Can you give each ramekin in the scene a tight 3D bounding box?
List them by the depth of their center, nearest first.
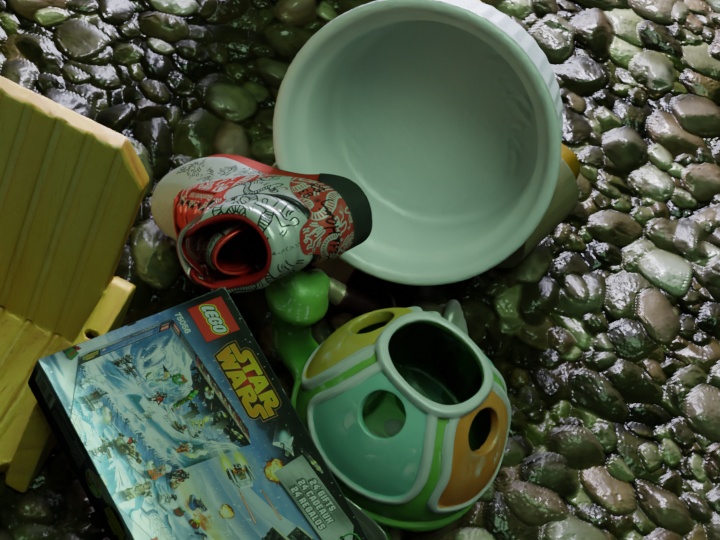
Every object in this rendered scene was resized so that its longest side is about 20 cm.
[{"bbox_3d":[0.048,-0.099,1.165,0.200,0.201,0.098,31,24,4],"label":"ramekin"}]

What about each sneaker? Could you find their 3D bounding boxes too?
[{"bbox_3d":[-0.100,-0.033,1.130,0.201,0.067,0.108,7,22,40],"label":"sneaker"}]

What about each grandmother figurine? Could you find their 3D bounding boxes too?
[{"bbox_3d":[0.000,0.000,1.220,0.200,0.061,0.121,41,45,9],"label":"grandmother figurine"}]

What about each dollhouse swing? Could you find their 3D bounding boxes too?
[{"bbox_3d":[-0.255,0.000,1.056,0.200,0.176,0.182,27,52,-1],"label":"dollhouse swing"}]

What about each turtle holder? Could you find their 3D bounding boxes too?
[{"bbox_3d":[0.023,0.078,1.123,0.141,0.132,0.186,-10,60,-24],"label":"turtle holder"}]

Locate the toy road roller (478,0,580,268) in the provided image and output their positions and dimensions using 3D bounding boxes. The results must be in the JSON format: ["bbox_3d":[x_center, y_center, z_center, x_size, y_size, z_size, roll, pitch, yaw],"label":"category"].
[{"bbox_3d":[0.081,-0.113,1.269,0.200,0.146,0.123,40,53,11],"label":"toy road roller"}]

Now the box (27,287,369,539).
[{"bbox_3d":[-0.098,0.122,1.021,0.137,0.040,0.200,-22,73,-30],"label":"box"}]

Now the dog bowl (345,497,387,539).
[{"bbox_3d":[-0.063,0.226,1.036,0.200,0.059,0.200,9,54,-12],"label":"dog bowl"}]
